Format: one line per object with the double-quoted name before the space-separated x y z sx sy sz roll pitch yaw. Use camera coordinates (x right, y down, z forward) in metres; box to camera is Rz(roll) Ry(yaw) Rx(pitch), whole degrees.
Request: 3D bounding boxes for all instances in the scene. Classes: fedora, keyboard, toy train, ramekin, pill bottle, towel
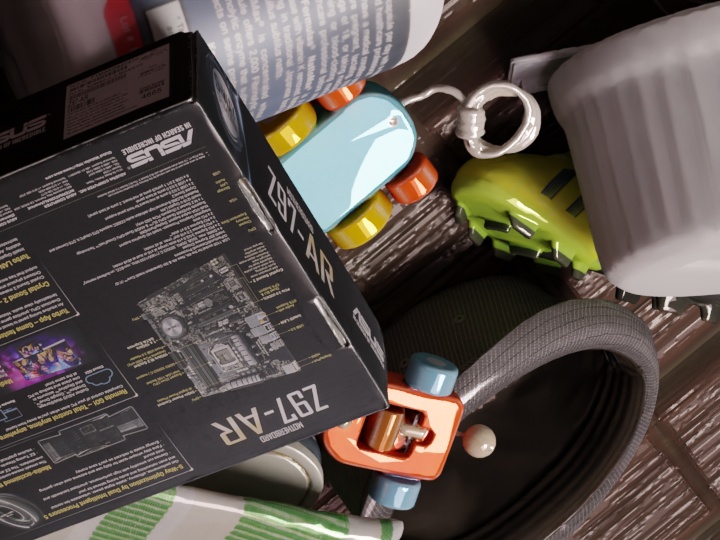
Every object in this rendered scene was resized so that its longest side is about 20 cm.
"fedora" 0.049 0.078 1.292 0.200 0.090 0.177 -46 144 0
"keyboard" 0.165 -0.104 1.182 0.199 0.011 0.056 -9 168 1
"toy train" 0.000 0.000 1.154 0.150 0.056 0.201 8 108 -20
"ramekin" 0.188 -0.053 1.169 0.200 0.098 0.200 -8 171 -1
"pill bottle" -0.036 -0.121 0.995 0.199 0.120 0.120 -22 140 -18
"towel" -0.099 0.124 1.118 0.199 0.023 0.153 15 143 -19

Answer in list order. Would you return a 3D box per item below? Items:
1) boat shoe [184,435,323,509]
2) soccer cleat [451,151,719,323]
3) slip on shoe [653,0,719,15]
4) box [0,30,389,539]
"boat shoe" -0.093 0.100 1.165 0.200 0.062 0.075 -30 116 36
"soccer cleat" 0.118 -0.034 1.273 0.200 0.065 0.084 19 87 -43
"slip on shoe" 0.219 -0.140 1.234 0.199 0.061 0.076 7 166 -26
"box" -0.111 0.018 0.955 0.199 0.044 0.160 -22 128 14
